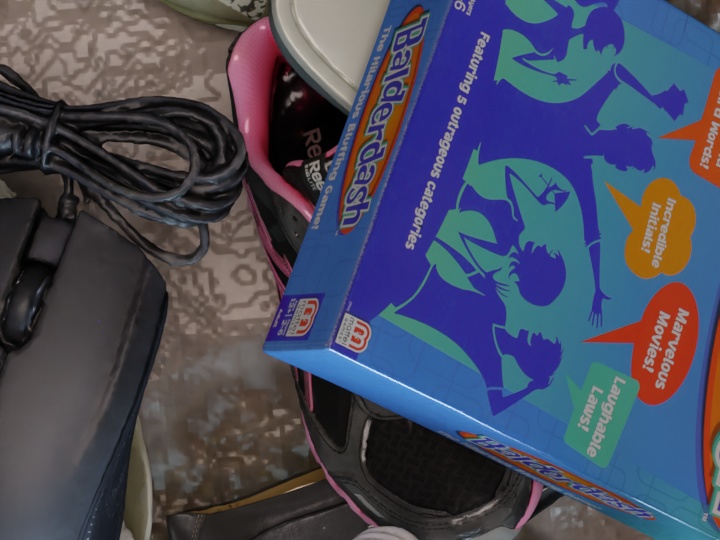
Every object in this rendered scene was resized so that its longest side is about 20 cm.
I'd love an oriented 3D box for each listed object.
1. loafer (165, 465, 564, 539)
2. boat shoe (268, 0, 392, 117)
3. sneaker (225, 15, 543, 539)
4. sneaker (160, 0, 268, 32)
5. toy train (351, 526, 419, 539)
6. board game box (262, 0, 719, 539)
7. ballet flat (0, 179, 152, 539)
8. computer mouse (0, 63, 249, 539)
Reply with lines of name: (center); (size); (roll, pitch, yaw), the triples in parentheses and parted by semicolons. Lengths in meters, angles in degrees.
loafer: (0.023, 0.066, 0.952); (0.200, 0.073, 0.072); (-34, 87, -1)
boat shoe: (0.049, -0.056, 0.920); (0.199, 0.062, 0.073); (18, 78, -26)
sneaker: (0.000, 0.000, 0.906); (0.079, 0.095, 0.201); (-23, 65, 0)
sneaker: (0.018, -0.122, 0.938); (0.199, 0.089, 0.077); (-3, 91, -1)
toy train: (0.080, 0.153, 0.856); (0.199, 0.056, 0.151); (9, 65, 8)
board game box: (0.083, -0.005, 0.874); (0.199, 0.045, 0.153); (26, 75, -27)
ballet flat: (-0.113, 0.045, 0.960); (0.071, 0.072, 0.201); (-14, 93, 0)
computer mouse: (-0.120, 0.036, 0.891); (0.138, 0.053, 0.201); (11, 98, 10)
